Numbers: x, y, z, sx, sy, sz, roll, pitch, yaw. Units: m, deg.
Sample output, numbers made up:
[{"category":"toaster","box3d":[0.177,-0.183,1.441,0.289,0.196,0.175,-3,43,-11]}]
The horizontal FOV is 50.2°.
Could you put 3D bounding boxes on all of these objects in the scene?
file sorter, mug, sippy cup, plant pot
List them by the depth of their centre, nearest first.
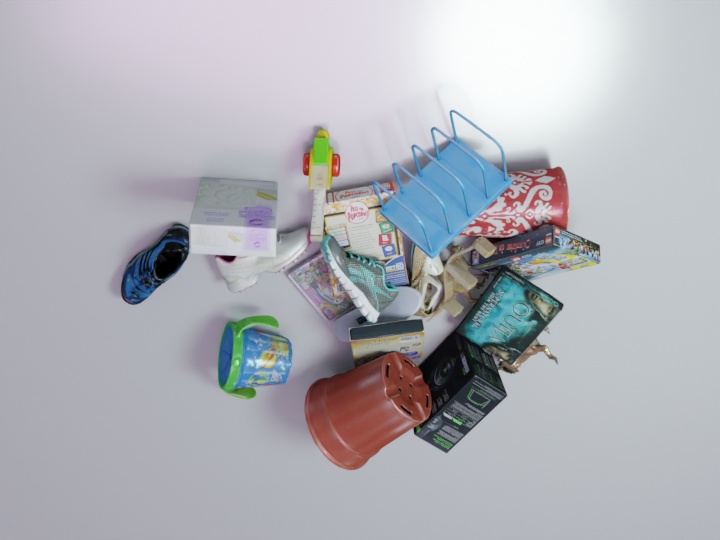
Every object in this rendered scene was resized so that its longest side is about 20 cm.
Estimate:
[{"category":"file sorter","box3d":[0.138,-0.153,1.314,0.200,0.139,0.123,-43,152,-8]},{"category":"mug","box3d":[0.270,-0.101,1.424,0.198,0.134,0.179,-2,118,0]},{"category":"plant pot","box3d":[0.024,0.271,1.544,0.195,0.201,0.201,-34,118,32]},{"category":"sippy cup","box3d":[-0.209,0.177,1.546,0.129,0.141,0.178,8,158,-21]}]

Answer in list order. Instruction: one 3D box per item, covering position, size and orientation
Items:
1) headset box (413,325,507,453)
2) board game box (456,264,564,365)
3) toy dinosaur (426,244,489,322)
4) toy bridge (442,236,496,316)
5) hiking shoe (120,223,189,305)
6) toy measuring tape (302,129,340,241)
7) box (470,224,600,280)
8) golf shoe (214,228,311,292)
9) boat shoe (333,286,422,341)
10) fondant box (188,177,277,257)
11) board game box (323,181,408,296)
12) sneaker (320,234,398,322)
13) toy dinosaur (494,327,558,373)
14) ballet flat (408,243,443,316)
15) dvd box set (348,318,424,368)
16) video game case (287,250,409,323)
[{"category":"headset box","box3d":[0.187,0.248,1.587,0.093,0.175,0.200,32,114,-21]},{"category":"board game box","box3d":[0.287,0.092,1.490,0.135,0.028,0.200,32,137,4]},{"category":"toy dinosaur","box3d":[0.198,0.025,1.541,0.100,0.058,0.201,17,127,5]},{"category":"toy bridge","box3d":[0.192,0.007,1.462,0.027,0.067,0.201,-30,154,-36]},{"category":"hiking shoe","box3d":[-0.392,-0.002,1.445,0.074,0.087,0.200,35,111,-22]},{"category":"toy measuring tape","box3d":[-0.071,-0.151,1.375,0.073,0.074,0.202,3,88,-6]},{"category":"box","box3d":[0.324,-0.026,1.434,0.136,0.038,0.199,18,157,-35]},{"category":"golf shoe","box3d":[-0.186,-0.035,1.454,0.199,0.075,0.092,-29,115,10]},{"category":"boat shoe","box3d":[0.039,0.081,1.529,0.199,0.065,0.074,-22,88,26]},{"category":"fondant box","box3d":[-0.217,-0.096,1.342,0.143,0.200,0.059,3,120,-7]},{"category":"board game box","box3d":[0.004,-0.056,1.451,0.150,0.046,0.201,-9,120,0]},{"category":"sneaker","box3d":[0.000,0.000,1.425,0.091,0.078,0.200,-36,121,-1]},{"category":"toy dinosaur","box3d":[0.325,0.140,1.593,0.135,0.086,0.201,-16,114,12]},{"category":"ballet flat","box3d":[0.131,0.007,1.502,0.065,0.070,0.201,23,130,25]},{"category":"dvd box set","box3d":[0.054,0.152,1.540,0.145,0.030,0.200,-8,156,0]},{"category":"video game case","box3d":[-0.024,0.005,1.520,0.199,0.018,0.143,-32,117,13]}]
